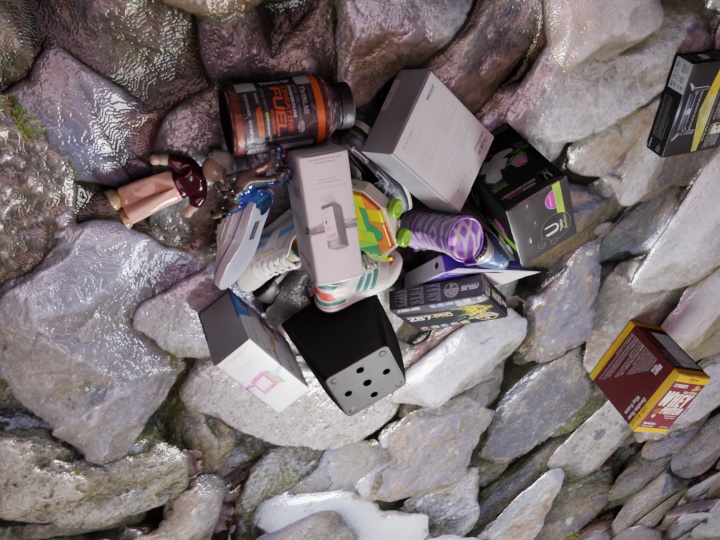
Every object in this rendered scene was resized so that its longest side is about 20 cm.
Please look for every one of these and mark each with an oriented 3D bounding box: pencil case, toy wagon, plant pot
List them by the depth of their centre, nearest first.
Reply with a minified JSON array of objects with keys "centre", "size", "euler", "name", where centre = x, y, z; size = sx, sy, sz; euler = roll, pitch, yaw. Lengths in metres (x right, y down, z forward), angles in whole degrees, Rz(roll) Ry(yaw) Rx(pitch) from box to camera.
[{"centre":[0.014,-0.077,1.273],"size":[0.040,0.154,0.201],"euler":[-54,142,-30],"name":"toy wagon"},{"centre":[0.142,-0.065,1.313],"size":[0.083,0.200,0.087],"euler":[-7,101,-21],"name":"pencil case"},{"centre":[-0.017,0.160,1.427],"size":[0.198,0.178,0.201],"euler":[-28,135,-2],"name":"plant pot"}]

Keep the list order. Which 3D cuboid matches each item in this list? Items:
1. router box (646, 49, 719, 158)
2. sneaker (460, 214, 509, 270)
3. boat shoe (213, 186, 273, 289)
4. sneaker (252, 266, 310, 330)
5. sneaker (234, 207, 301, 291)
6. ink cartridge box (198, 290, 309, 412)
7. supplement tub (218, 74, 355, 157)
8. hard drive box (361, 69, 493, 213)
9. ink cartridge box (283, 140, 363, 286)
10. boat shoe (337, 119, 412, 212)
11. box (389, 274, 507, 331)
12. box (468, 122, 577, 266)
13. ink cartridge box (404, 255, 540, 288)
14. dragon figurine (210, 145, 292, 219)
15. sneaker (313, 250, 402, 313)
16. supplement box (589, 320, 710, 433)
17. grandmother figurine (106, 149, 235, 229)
[{"centre":[0.679,-0.336,1.457],"size":[0.155,0.052,0.202],"euler":[-11,130,-19],"name":"router box"},{"centre":[0.211,-0.047,1.358],"size":[0.076,0.200,0.076],"euler":[26,104,-21],"name":"sneaker"},{"centre":[-0.210,-0.065,1.228],"size":[0.202,0.065,0.073],"euler":[-63,160,17],"name":"boat shoe"},{"centre":[-0.122,0.025,1.350],"size":[0.199,0.060,0.104],"euler":[-39,132,14],"name":"sneaker"},{"centre":[-0.146,-0.031,1.276],"size":[0.200,0.081,0.076],"euler":[-43,134,12],"name":"sneaker"},{"centre":[-0.197,0.154,1.354],"size":[0.084,0.145,0.200],"euler":[-36,133,4],"name":"ink cartridge box"},{"centre":[-0.111,-0.241,1.108],"size":[0.197,0.107,0.108],"euler":[-13,131,-17],"name":"supplement tub"},{"centre":[0.118,-0.214,1.219],"size":[0.199,0.076,0.157],"euler":[34,78,-41],"name":"hard drive box"},{"centre":[-0.061,-0.094,1.146],"size":[0.084,0.146,0.203],"euler":[-10,108,-12],"name":"ink cartridge box"},{"centre":[0.026,-0.164,1.248],"size":[0.062,0.075,0.201],"euler":[-47,133,-13],"name":"boat shoe"},{"centre":[0.178,0.067,1.451],"size":[0.197,0.050,0.161],"euler":[-11,155,24],"name":"box"},{"centre":[0.280,-0.140,1.316],"size":[0.123,0.201,0.149],"euler":[-29,133,-1],"name":"box"},{"centre":[0.216,0.005,1.432],"size":[0.196,0.044,0.199],"euler":[2,167,-27],"name":"ink cartridge box"},{"centre":[-0.171,-0.120,1.127],"size":[0.098,0.060,0.200],"euler":[-10,159,-29],"name":"dragon figurine"},{"centre":[-0.001,0.000,1.356],"size":[0.198,0.070,0.094],"euler":[-27,143,-21],"name":"sneaker"},{"centre":[0.744,0.277,1.880],"size":[0.131,0.201,0.199],"euler":[11,121,-32],"name":"supplement box"},{"centre":[-0.287,-0.132,1.141],"size":[0.198,0.061,0.122],"euler":[-25,142,-2],"name":"grandmother figurine"}]
